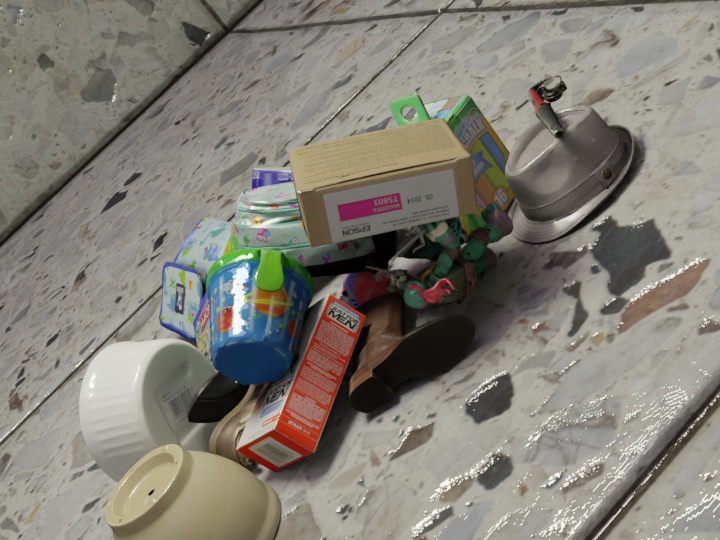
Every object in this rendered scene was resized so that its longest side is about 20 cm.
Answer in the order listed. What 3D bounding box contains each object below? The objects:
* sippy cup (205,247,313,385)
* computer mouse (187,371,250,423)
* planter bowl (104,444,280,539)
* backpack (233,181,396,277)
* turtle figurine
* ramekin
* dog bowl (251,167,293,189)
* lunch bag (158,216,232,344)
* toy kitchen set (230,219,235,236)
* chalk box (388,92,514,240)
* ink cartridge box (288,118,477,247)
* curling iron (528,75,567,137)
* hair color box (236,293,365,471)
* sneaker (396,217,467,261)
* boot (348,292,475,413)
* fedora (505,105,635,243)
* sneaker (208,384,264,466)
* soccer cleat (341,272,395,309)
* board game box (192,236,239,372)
[{"bbox_3d":[-0.129,0.064,1.428,0.139,0.178,0.131,-12,48,18],"label":"sippy cup"},{"bbox_3d":[-0.149,0.129,1.560,0.200,0.046,0.141,-37,-23,-55],"label":"computer mouse"},{"bbox_3d":[-0.212,0.291,1.366,0.200,0.135,0.200,-32,26,18],"label":"planter bowl"},{"bbox_3d":[-0.064,-0.054,1.512,0.199,0.127,0.167,-7,6,-7],"label":"backpack"},{"bbox_3d":[0.096,-0.005,1.395,0.200,0.101,0.150,-27,-12,-39],"label":"turtle figurine"},{"bbox_3d":[-0.271,0.187,1.563,0.098,0.201,0.201,-14,34,31],"label":"ramekin"},{"bbox_3d":[-0.068,-0.117,1.779,0.199,0.079,0.200,1,6,0],"label":"dog bowl"},{"bbox_3d":[-0.242,0.021,1.896,0.170,0.127,0.200,14,70,58],"label":"lunch bag"},{"bbox_3d":[-0.096,0.036,1.708,0.163,0.180,0.201,-167,83,-65],"label":"toy kitchen set"},{"bbox_3d":[0.106,-0.150,1.569,0.124,0.200,0.124,-5,42,53],"label":"chalk box"},{"bbox_3d":[0.023,-0.106,1.359,0.199,0.075,0.165,-11,25,-2],"label":"ink cartridge box"},{"bbox_3d":[0.242,-0.209,1.479,0.049,0.026,0.200,-26,20,16],"label":"curling iron"},{"bbox_3d":[-0.073,0.139,1.447,0.111,0.064,0.200,-36,26,52],"label":"hair color box"},{"bbox_3d":[0.102,-0.061,1.507,0.200,0.091,0.078,140,140,-66],"label":"sneaker"},{"bbox_3d":[0.055,0.070,1.450,0.186,0.064,0.200,-33,21,15],"label":"boot"},{"bbox_3d":[0.249,-0.137,1.472,0.200,0.090,0.177,-43,24,-6],"label":"fedora"},{"bbox_3d":[-0.114,0.176,1.524,0.075,0.070,0.200,13,58,38],"label":"sneaker"},{"bbox_3d":[0.000,0.000,1.642,0.076,0.067,0.200,-39,26,14],"label":"soccer cleat"},{"bbox_3d":[-0.190,0.067,1.659,0.200,0.029,0.135,-61,37,42],"label":"board game box"}]
